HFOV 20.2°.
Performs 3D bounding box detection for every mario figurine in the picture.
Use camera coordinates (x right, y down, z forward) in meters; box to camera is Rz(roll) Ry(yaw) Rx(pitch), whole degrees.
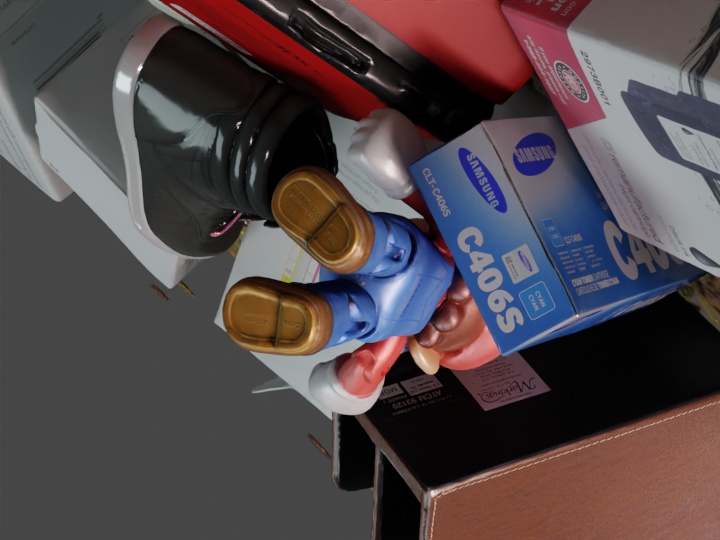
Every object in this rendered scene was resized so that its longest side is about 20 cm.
[{"bbox_3d":[0.000,0.000,0.934,0.200,0.123,0.106,12,-128,-63],"label":"mario figurine"}]

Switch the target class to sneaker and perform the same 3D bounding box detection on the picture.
[{"bbox_3d":[-0.060,-0.042,1.010,0.099,0.071,0.200,30,159,17],"label":"sneaker"}]

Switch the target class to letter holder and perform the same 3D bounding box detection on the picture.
[{"bbox_3d":[0.094,0.109,1.052,0.101,0.199,0.143,49,146,45],"label":"letter holder"}]

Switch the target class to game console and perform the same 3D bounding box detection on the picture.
[{"bbox_3d":[-0.008,-0.151,0.893,0.200,0.119,0.172,32,173,-36],"label":"game console"}]

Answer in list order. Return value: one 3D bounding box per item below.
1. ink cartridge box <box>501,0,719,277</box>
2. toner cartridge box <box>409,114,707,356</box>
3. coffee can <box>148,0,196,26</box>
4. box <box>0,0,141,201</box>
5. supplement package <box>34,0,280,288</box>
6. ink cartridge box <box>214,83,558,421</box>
[{"bbox_3d":[0.171,-0.059,0.822,0.200,0.084,0.145,31,160,50],"label":"ink cartridge box"},{"bbox_3d":[0.099,-0.023,0.947,0.095,0.043,0.200,63,-154,7],"label":"toner cartridge box"},{"bbox_3d":[-0.072,-0.229,0.934,0.146,0.146,0.200,38,164,30],"label":"coffee can"},{"bbox_3d":[-0.188,-0.187,1.286,0.131,0.200,0.199,39,165,20],"label":"box"},{"bbox_3d":[-0.079,-0.107,1.186,0.120,0.200,0.121,45,167,4],"label":"supplement package"},{"bbox_3d":[0.021,-0.010,1.117,0.125,0.128,0.201,38,126,26],"label":"ink cartridge box"}]
